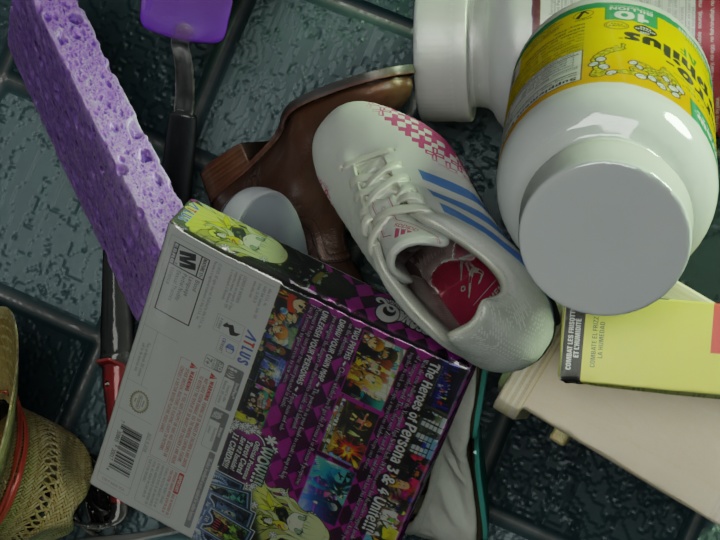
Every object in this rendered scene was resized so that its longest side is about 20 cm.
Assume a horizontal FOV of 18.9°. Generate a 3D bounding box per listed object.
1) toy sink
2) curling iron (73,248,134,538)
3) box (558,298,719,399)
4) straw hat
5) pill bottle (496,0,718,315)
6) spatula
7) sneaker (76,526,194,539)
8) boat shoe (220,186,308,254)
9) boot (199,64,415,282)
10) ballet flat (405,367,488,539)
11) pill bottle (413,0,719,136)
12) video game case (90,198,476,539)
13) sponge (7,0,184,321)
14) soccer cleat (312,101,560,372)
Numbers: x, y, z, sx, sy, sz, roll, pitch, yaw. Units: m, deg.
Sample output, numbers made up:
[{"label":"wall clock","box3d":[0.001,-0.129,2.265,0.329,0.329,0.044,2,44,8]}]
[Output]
[{"label":"toy sink","box3d":[0.145,0.053,1.233,0.200,0.130,0.112,31,90,8]},{"label":"curling iron","box3d":[-0.158,0.063,1.323,0.049,0.026,0.201,3,86,11]},{"label":"box","box3d":[0.204,0.044,1.124,0.199,0.075,0.050,6,86,9]},{"label":"straw hat","box3d":[-0.205,0.121,1.273,0.085,0.201,0.201,22,88,-24]},{"label":"pill bottle","box3d":[0.128,-0.059,1.122,0.112,0.200,0.113,3,116,7]},{"label":"spatula","box3d":[-0.106,-0.106,1.289,0.056,0.021,0.200,12,121,11]},{"label":"sneaker","box3d":[-0.146,0.196,1.277,0.200,0.082,0.074,-22,98,5]},{"label":"boat shoe","box3d":[-0.075,0.040,1.266,0.066,0.070,0.200,23,127,39]},{"label":"boot","box3d":[0.000,0.000,1.259,0.186,0.064,0.200,-32,75,46]},{"label":"ballet flat","box3d":[0.042,0.083,1.223,0.069,0.070,0.200,5,130,8]},{"label":"pill bottle","box3d":[0.134,-0.132,1.259,0.199,0.110,0.110,0,85,8]},{"label":"video game case","box3d":[-0.046,0.081,1.201,0.181,0.036,0.200,26,126,8]},{"label":"sponge","box3d":[-0.155,-0.076,1.284,0.030,0.112,0.200,-22,77,-19]},{"label":"soccer cleat","box3d":[0.028,-0.028,1.133,0.070,0.086,0.200,-50,57,14]}]
